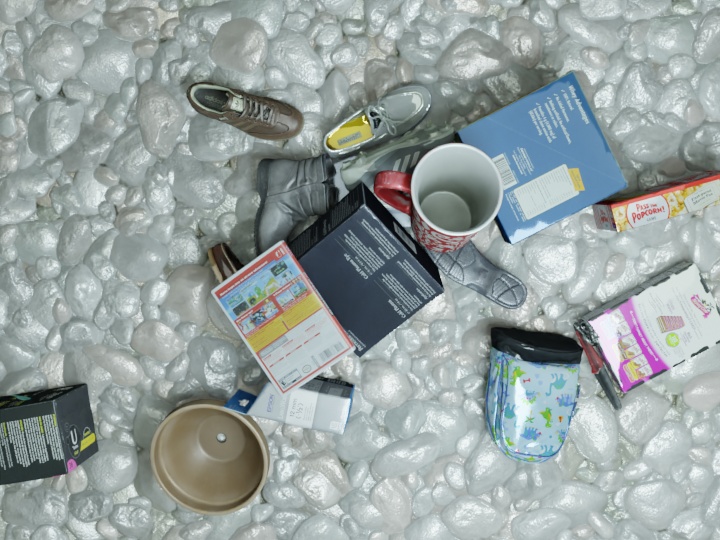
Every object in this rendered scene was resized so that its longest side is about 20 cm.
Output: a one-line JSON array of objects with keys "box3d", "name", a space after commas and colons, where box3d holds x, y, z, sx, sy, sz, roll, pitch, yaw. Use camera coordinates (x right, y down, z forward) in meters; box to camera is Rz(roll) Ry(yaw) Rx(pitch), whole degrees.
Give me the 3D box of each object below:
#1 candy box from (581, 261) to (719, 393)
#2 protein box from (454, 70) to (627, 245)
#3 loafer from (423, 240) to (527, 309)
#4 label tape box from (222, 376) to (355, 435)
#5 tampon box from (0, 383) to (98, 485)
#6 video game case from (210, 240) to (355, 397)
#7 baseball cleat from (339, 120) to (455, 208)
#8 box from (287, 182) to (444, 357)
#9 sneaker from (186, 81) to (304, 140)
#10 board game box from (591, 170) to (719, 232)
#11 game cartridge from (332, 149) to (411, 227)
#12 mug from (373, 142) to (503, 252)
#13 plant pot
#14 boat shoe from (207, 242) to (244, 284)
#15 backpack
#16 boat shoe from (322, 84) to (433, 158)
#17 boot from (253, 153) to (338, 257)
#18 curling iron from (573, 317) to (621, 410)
[{"box3d": [0.484, 0.092, 1.468, 0.199, 0.061, 0.137, -28, 92, 6], "name": "candy box"}, {"box3d": [0.281, -0.175, 1.422, 0.199, 0.135, 0.200, -27, 92, 5], "name": "protein box"}, {"box3d": [0.183, -0.001, 1.480, 0.199, 0.063, 0.072, 36, 85, 2], "name": "loafer"}, {"box3d": [-0.113, 0.206, 1.472, 0.198, 0.143, 0.067, 14, 93, 2], "name": "label tape box"}, {"box3d": [-0.567, 0.278, 1.503, 0.198, 0.150, 0.127, -9, 93, 4], "name": "tampon box"}, {"box3d": [-0.119, 0.075, 1.372, 0.143, 0.017, 0.201, -34, 92, 15], "name": "video game case"}, {"box3d": [0.069, -0.165, 1.435, 0.199, 0.070, 0.107, -17, 113, 19], "name": "baseball cleat"}, {"box3d": [0.000, 0.000, 1.428, 0.182, 0.104, 0.200, -38, 111, 14], "name": "box"}, {"box3d": [-0.193, -0.261, 1.475, 0.198, 0.076, 0.071, 14, 95, 3], "name": "sneaker"}, {"box3d": [0.480, -0.109, 1.408, 0.198, 0.152, 0.047, -16, 94, 4], "name": "board game box"}, {"box3d": [0.054, -0.136, 1.491, 0.198, 0.040, 0.135, -2, 98, 4], "name": "game cartridge"}, {"box3d": [0.120, -0.113, 1.362, 0.177, 0.200, 0.134, 40, 83, 6], "name": "mug"}, {"box3d": [-0.244, 0.301, 1.506, 0.199, 0.093, 0.203, 2, 105, 7], "name": "plant pot"}, {"box3d": [-0.182, 0.037, 1.502, 0.070, 0.070, 0.201, -28, 101, 12], "name": "boat shoe"}, {"box3d": [0.276, 0.212, 1.460, 0.162, 0.154, 0.202, 11, 108, -12], "name": "backpack"}, {"box3d": [0.026, -0.246, 1.457, 0.201, 0.086, 0.075, -23, 93, 5], "name": "boat shoe"}, {"box3d": [-0.104, -0.091, 1.472, 0.131, 0.070, 0.202, 1, 96, 18], "name": "boot"}, {"box3d": [0.389, 0.158, 1.458, 0.025, 0.050, 0.201, -29, 120, -3], "name": "curling iron"}]
